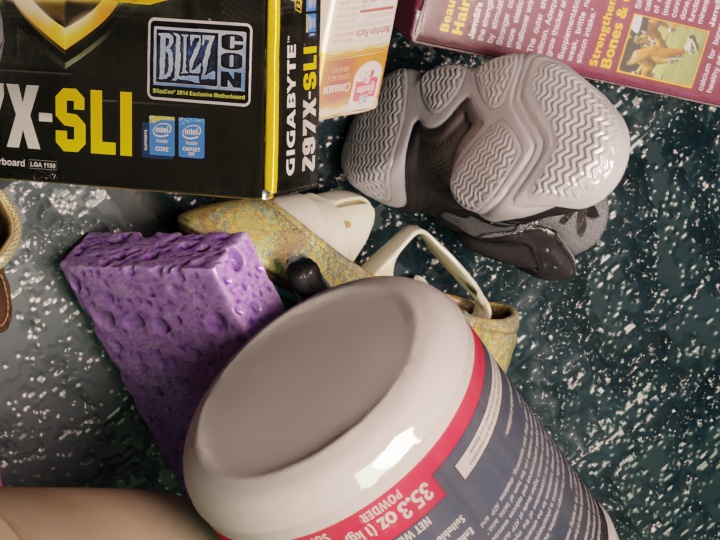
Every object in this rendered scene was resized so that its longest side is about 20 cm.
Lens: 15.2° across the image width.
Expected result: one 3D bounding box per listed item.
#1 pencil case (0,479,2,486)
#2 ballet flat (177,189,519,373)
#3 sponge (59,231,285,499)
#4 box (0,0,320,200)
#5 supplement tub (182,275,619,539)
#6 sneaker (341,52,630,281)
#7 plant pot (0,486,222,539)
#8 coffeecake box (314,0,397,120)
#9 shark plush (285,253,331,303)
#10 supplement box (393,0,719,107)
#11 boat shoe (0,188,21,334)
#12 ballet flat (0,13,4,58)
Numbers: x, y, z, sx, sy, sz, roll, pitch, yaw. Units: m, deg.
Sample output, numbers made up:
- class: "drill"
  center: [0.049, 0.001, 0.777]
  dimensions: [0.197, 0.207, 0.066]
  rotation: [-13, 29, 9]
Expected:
- class: "pencil case"
  center: [-0.204, 0.151, 1.249]
  dimensions: [0.094, 0.090, 0.201]
  rotation: [-34, 119, -48]
- class: "ballet flat"
  center: [0.000, 0.000, 1.293]
  dimensions: [0.199, 0.071, 0.071]
  rotation: [31, 94, -32]
- class: "sponge"
  center: [-0.055, 0.070, 1.268]
  dimensions: [0.030, 0.111, 0.201]
  rotation: [-47, 121, -35]
- class: "box"
  center: [-0.112, -0.117, 1.133]
  dimensions: [0.049, 0.199, 0.161]
  rotation: [-19, 112, -62]
- class: "supplement tub"
  center: [0.028, 0.115, 1.176]
  dimensions: [0.140, 0.140, 0.200]
  rotation: [-40, 120, -6]
- class: "sneaker"
  center: [0.083, -0.045, 1.242]
  dimensions: [0.113, 0.200, 0.076]
  rotation: [26, 81, -30]
- class: "plant pot"
  center: [-0.137, 0.172, 1.152]
  dimensions: [0.173, 0.199, 0.201]
  rotation: [-14, 114, -46]
- class: "coffeecake box"
  center: [-0.054, -0.181, 1.163]
  dimensions: [0.073, 0.153, 0.201]
  rotation: [-17, 121, -64]
- class: "shark plush"
  center: [0.002, 0.073, 1.275]
  dimensions: [0.200, 0.083, 0.091]
  rotation: [46, 64, -50]
- class: "supplement box"
  center: [0.110, -0.150, 1.276]
  dimensions: [0.199, 0.086, 0.111]
  rotation: [10, 103, -24]
- class: "boat shoe"
  center: [-0.178, -0.004, 1.155]
  dimensions: [0.074, 0.202, 0.075]
  rotation: [-12, 78, 10]
- class: "ballet flat"
  center: [-0.194, -0.167, 1.103]
  dimensions: [0.073, 0.073, 0.201]
  rotation: [-14, 89, -17]
